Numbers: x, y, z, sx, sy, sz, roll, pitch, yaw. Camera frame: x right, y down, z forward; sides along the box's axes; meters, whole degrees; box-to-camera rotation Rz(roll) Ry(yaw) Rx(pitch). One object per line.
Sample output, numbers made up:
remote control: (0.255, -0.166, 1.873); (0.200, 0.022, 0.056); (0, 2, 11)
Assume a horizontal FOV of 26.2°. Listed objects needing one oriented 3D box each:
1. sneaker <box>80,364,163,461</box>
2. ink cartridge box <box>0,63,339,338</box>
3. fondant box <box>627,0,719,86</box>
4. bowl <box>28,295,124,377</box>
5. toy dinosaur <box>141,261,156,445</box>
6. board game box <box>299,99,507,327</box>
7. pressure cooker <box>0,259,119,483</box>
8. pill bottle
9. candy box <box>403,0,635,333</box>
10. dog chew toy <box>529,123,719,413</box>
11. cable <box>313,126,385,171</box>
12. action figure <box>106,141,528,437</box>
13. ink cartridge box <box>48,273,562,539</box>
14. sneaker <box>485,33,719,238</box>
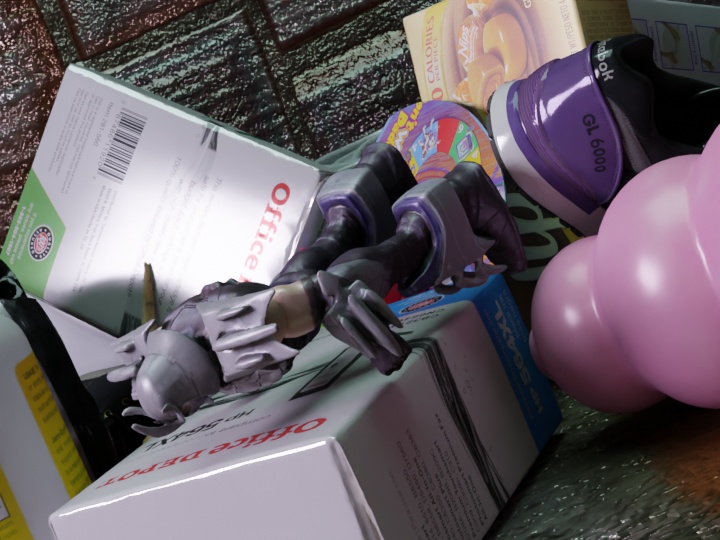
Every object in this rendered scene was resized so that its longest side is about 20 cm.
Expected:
sneaker: (-0.132, 0.099, 1.022); (0.198, 0.075, 0.106); (-22, 18, 22)
ink cartridge box: (-0.112, -0.024, 0.972); (0.198, 0.148, 0.084); (24, 6, 23)
fondant box: (0.176, -0.112, 0.947); (0.198, 0.059, 0.144); (-2, -11, -32)
bowl: (-0.174, 0.054, 1.170); (0.199, 0.091, 0.201); (19, 18, -7)
toy dinosaur: (-0.092, 0.087, 0.869); (0.106, 0.061, 0.199); (-41, 50, -23)
board game box: (0.000, 0.000, 0.820); (0.201, 0.039, 0.158); (-60, 33, 21)
pressure cooker: (-0.253, 0.106, 0.852); (0.199, 0.179, 0.177); (-30, -32, -23)
pill bottle: (-0.175, 0.090, 0.672); (0.103, 0.202, 0.104); (-22, 8, 3)
candy box: (0.101, -0.056, 0.826); (0.115, 0.203, 0.055); (-15, -2, 44)
dog chew toy: (0.155, 0.000, 0.642); (0.199, 0.125, 0.124); (-28, 3, 35)
cable: (0.045, -0.067, 1.063); (0.199, 0.070, 0.199); (-28, 12, -32)
action figure: (-0.019, 0.013, 0.623); (0.129, 0.070, 0.199); (-3, 24, 44)
ink cartridge box: (-0.015, 0.085, 0.667); (0.145, 0.085, 0.200); (-19, 9, 27)
sneaker: (0.154, -0.039, 0.720); (0.087, 0.077, 0.199); (-28, -41, 36)
